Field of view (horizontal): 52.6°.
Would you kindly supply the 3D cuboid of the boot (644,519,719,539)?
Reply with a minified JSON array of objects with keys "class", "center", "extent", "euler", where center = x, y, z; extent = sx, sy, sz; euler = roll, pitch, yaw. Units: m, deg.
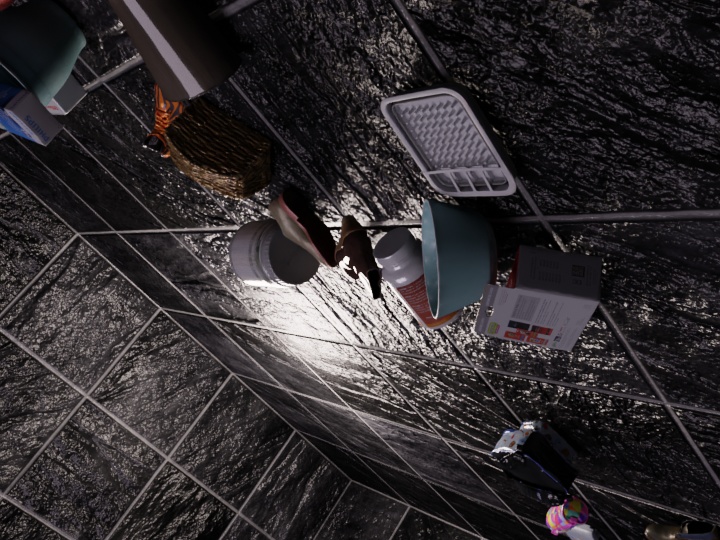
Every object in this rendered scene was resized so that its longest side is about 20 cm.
[{"class":"boot","center":[0.776,0.626,1.753],"extent":[0.200,0.075,0.097],"euler":[0,127,44]}]

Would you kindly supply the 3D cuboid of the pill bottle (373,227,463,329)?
[{"class":"pill bottle","center":[0.114,0.014,1.426],"extent":[0.112,0.112,0.200],"euler":[5,142,51]}]

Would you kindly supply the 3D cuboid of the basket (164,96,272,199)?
[{"class":"basket","center":[-0.295,-0.226,1.500],"extent":[0.200,0.143,0.149],"euler":[33,157,8]}]

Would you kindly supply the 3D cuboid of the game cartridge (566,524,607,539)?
[{"class":"game cartridge","center":[0.730,0.859,2.302],"extent":[0.200,0.042,0.133],"euler":[46,151,-24]}]

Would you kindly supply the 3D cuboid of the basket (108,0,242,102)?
[{"class":"basket","center":[-0.319,-0.403,1.213],"extent":[0.180,0.136,0.200],"euler":[7,141,43]}]

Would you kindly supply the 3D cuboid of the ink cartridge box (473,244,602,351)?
[{"class":"ink cartridge box","center":[0.287,0.046,1.208],"extent":[0.175,0.084,0.200],"euler":[10,152,6]}]

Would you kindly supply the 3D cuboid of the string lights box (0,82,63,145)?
[{"class":"string lights box","center":[-0.724,-0.333,1.524],"extent":[0.200,0.059,0.103],"euler":[22,157,34]}]

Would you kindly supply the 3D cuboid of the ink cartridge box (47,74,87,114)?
[{"class":"ink cartridge box","center":[-0.788,-0.484,1.779],"extent":[0.144,0.085,0.200],"euler":[14,148,43]}]

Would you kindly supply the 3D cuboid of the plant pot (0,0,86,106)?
[{"class":"plant pot","center":[-0.694,-0.467,1.538],"extent":[0.200,0.188,0.200],"euler":[31,160,13]}]

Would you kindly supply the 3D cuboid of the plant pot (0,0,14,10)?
[{"class":"plant pot","center":[-0.684,-0.591,1.306],"extent":[0.177,0.201,0.200],"euler":[-10,131,49]}]

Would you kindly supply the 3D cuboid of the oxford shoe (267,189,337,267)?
[{"class":"oxford shoe","center":[-0.123,-0.083,1.598],"extent":[0.075,0.070,0.200],"euler":[-27,103,38]}]

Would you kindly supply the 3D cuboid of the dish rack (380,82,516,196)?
[{"class":"dish rack","center":[0.137,-0.195,1.076],"extent":[0.171,0.044,0.200],"euler":[7,144,51]}]

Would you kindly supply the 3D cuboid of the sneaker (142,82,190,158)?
[{"class":"sneaker","center":[-0.414,-0.309,1.549],"extent":[0.077,0.112,0.200],"euler":[29,157,16]}]

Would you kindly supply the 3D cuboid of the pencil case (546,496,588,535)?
[{"class":"pencil case","center":[0.609,0.728,2.155],"extent":[0.088,0.088,0.200],"euler":[30,156,15]}]

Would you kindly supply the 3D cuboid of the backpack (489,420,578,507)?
[{"class":"backpack","center":[0.426,0.466,1.817],"extent":[0.200,0.154,0.190],"euler":[49,149,-10]}]

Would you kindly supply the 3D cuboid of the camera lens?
[{"class":"camera lens","center":[-0.204,-0.040,1.711],"extent":[0.160,0.160,0.200],"euler":[48,155,-27]}]

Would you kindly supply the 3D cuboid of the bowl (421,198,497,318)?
[{"class":"bowl","center":[0.166,-0.023,1.219],"extent":[0.105,0.201,0.201],"euler":[-4,153,-2]}]

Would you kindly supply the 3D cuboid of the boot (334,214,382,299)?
[{"class":"boot","center":[0.000,0.000,1.521],"extent":[0.200,0.072,0.167],"euler":[84,167,-53]}]
